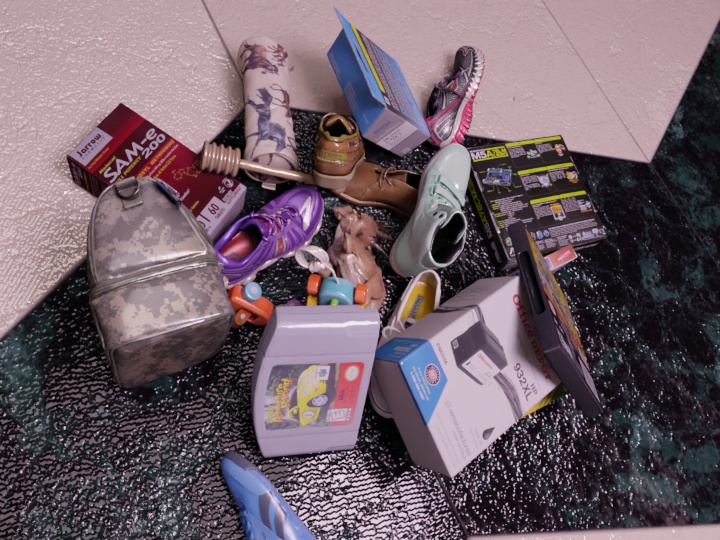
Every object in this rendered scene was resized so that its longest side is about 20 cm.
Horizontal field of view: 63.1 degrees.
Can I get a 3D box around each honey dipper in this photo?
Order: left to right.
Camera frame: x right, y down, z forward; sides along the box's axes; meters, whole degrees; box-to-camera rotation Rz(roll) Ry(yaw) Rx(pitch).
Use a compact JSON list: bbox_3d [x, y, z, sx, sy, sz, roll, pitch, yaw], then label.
[{"bbox_3d":[-0.110,-0.128,0.774,0.196,0.038,0.039,11,65,-22],"label":"honey dipper"}]

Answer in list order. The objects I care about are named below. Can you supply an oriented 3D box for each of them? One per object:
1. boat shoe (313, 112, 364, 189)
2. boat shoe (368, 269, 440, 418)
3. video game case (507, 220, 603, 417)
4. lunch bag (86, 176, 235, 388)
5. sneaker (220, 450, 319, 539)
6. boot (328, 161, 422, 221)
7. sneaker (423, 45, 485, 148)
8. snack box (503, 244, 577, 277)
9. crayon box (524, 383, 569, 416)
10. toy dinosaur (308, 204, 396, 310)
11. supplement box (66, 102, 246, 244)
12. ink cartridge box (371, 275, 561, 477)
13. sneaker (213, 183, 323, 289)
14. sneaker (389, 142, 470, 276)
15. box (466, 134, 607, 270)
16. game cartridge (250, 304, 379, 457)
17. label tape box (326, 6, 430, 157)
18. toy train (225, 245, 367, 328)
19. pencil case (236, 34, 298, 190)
[{"bbox_3d":[-0.025,-0.180,0.805,0.070,0.069,0.201,4,29,-4],"label":"boat shoe"},{"bbox_3d":[0.066,0.086,0.761,0.073,0.087,0.205,22,62,6],"label":"boat shoe"},{"bbox_3d":[0.247,0.064,0.745,0.200,0.025,0.184,45,31,-43],"label":"video game case"},{"bbox_3d":[-0.227,0.014,0.641,0.137,0.200,0.171,-19,76,-24],"label":"lunch bag"},{"bbox_3d":[-0.101,0.293,0.642,0.078,0.066,0.201,-38,83,-23],"label":"sneaker"},{"bbox_3d":[0.033,-0.132,0.854,0.196,0.076,0.075,19,65,-8],"label":"boot"},{"bbox_3d":[0.150,-0.289,0.952,0.073,0.081,0.204,20,64,-6],"label":"sneaker"},{"bbox_3d":[0.224,0.019,0.853,0.197,0.072,0.025,-23,75,-24],"label":"snack box"},{"bbox_3d":[0.192,0.140,0.805,0.196,0.052,0.128,-19,75,-23],"label":"crayon box"},{"bbox_3d":[0.000,0.000,0.791,0.134,0.084,0.205,-6,85,-57],"label":"toy dinosaur"},{"bbox_3d":[-0.259,-0.112,0.760,0.198,0.061,0.110,33,61,-2],"label":"supplement box"},{"bbox_3d":[0.127,0.117,0.696,0.198,0.083,0.148,-30,99,-26],"label":"ink cartridge box"},{"bbox_3d":[-0.117,-0.051,0.767,0.081,0.084,0.200,44,60,3],"label":"sneaker"},{"bbox_3d":[0.119,-0.084,0.767,0.073,0.118,0.204,31,76,-21],"label":"sneaker"},{"bbox_3d":[0.272,-0.114,0.939,0.196,0.048,0.197,-12,70,-21],"label":"box"},{"bbox_3d":[-0.057,0.130,0.659,0.130,0.204,0.041,1,32,-14],"label":"game cartridge"},{"bbox_3d":[0.014,-0.261,0.844,0.199,0.063,0.147,6,58,-61],"label":"label tape box"},{"bbox_3d":[-0.083,0.047,0.693,0.149,0.198,0.057,34,53,-29],"label":"toy train"},{"bbox_3d":[-0.133,-0.223,0.833,0.076,0.090,0.205,-4,72,-9],"label":"pencil case"}]
